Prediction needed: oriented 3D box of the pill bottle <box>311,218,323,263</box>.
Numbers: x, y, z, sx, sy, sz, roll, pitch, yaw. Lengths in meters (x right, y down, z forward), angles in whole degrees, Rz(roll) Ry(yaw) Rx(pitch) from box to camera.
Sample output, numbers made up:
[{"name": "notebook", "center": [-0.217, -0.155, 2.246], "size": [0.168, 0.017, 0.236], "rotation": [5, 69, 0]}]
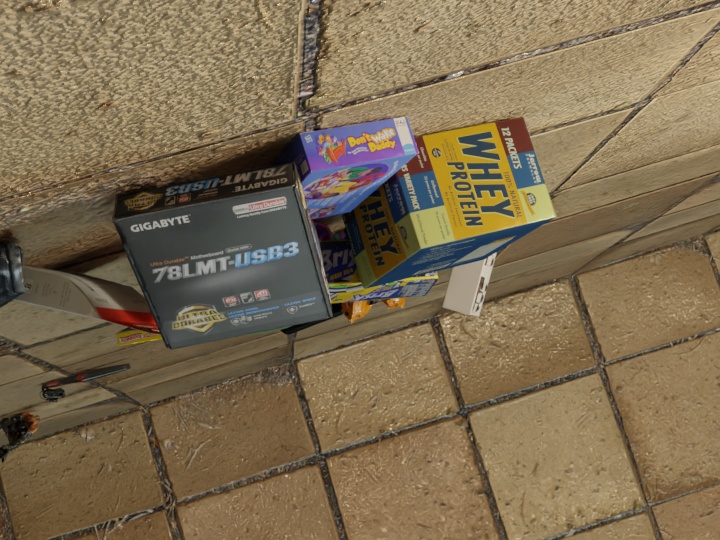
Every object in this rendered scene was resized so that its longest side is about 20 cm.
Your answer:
[{"name": "pill bottle", "center": [-0.154, -0.015, 1.297], "size": [0.198, 0.114, 0.113], "rotation": [-16, 171, -10]}]

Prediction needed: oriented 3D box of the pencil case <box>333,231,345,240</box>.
[{"name": "pencil case", "center": [0.060, -0.042, 1.607], "size": [0.198, 0.093, 0.085], "rotation": [-16, 153, -2]}]

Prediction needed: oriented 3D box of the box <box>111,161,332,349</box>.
[{"name": "box", "center": [-0.144, -0.012, 1.126], "size": [0.198, 0.050, 0.199], "rotation": [-10, 134, 2]}]

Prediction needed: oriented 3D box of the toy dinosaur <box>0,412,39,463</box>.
[{"name": "toy dinosaur", "center": [-0.847, 0.386, 2.541], "size": [0.135, 0.102, 0.200], "rotation": [-29, 162, -39]}]

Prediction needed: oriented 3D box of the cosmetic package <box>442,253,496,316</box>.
[{"name": "cosmetic package", "center": [0.183, -0.032, 1.596], "size": [0.050, 0.202, 0.083], "rotation": [15, -179, 15]}]

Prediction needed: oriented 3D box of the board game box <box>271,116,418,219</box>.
[{"name": "board game box", "center": [-0.038, -0.108, 1.183], "size": [0.134, 0.045, 0.200], "rotation": [-13, 170, -27]}]

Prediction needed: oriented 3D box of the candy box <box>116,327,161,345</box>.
[{"name": "candy box", "center": [-0.351, 0.101, 1.757], "size": [0.101, 0.027, 0.200], "rotation": [-7, -179, -4]}]

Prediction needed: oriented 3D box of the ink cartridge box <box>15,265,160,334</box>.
[{"name": "ink cartridge box", "center": [-0.303, 0.039, 1.270], "size": [0.198, 0.058, 0.162], "rotation": [8, 177, 16]}]

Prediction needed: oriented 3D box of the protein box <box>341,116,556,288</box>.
[{"name": "protein box", "center": [0.104, -0.083, 1.318], "size": [0.197, 0.136, 0.200], "rotation": [-13, 170, -23]}]

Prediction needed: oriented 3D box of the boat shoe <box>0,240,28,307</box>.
[{"name": "boat shoe", "center": [-0.418, 0.023, 1.153], "size": [0.090, 0.071, 0.200], "rotation": [-10, 167, -19]}]

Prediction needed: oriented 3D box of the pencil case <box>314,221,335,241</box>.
[{"name": "pencil case", "center": [-0.072, -0.009, 1.556], "size": [0.088, 0.089, 0.200], "rotation": [-17, 167, -4]}]

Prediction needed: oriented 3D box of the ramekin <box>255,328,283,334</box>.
[{"name": "ramekin", "center": [-0.191, 0.031, 1.444], "size": [0.198, 0.099, 0.200], "rotation": [-3, 169, -1]}]

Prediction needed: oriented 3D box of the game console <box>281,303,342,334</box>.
[{"name": "game console", "center": [-0.034, 0.030, 1.816], "size": [0.199, 0.177, 0.116], "rotation": [-22, 142, 24]}]

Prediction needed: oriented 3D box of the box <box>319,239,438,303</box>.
[{"name": "box", "center": [0.000, 0.000, 1.411], "size": [0.198, 0.071, 0.064], "rotation": [-4, 154, -19]}]

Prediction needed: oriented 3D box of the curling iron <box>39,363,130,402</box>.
[{"name": "curling iron", "center": [-0.592, 0.234, 2.217], "size": [0.199, 0.026, 0.050], "rotation": [-20, 134, -6]}]

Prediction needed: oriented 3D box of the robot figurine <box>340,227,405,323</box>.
[{"name": "robot figurine", "center": [0.023, -0.023, 1.506], "size": [0.144, 0.058, 0.201], "rotation": [-15, 129, -27]}]
